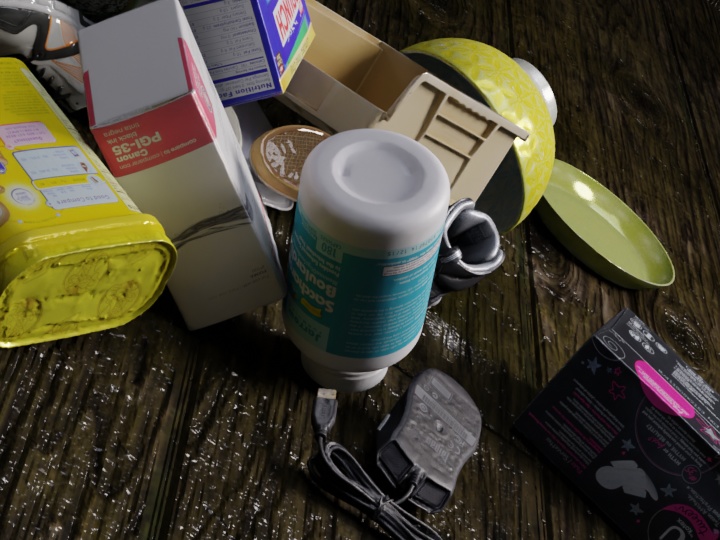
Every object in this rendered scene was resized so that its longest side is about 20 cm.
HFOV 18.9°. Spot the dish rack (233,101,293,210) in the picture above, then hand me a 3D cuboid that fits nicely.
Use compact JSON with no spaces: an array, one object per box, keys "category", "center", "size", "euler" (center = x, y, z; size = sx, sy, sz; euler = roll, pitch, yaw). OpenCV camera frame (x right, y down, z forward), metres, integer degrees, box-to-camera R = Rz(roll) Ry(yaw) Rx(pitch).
[{"category":"dish rack","center":[-0.137,-0.145,1.895],"size":[0.171,0.044,0.200],"euler":[20,31,-43]}]

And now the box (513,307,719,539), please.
[{"category":"box","center":[0.251,0.149,1.866],"size":[0.200,0.115,0.132],"euler":[45,21,8]}]

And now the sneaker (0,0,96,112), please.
[{"category":"sneaker","center":[-0.243,-0.167,1.709],"size":[0.074,0.080,0.200],"euler":[0,-10,41]}]

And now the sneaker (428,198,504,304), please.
[{"category":"sneaker","center":[0.073,-0.015,1.856],"size":[0.076,0.114,0.200],"euler":[58,23,-5]}]

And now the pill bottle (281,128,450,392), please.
[{"category":"pill bottle","center":[0.000,0.000,1.624],"size":[0.110,0.200,0.111],"euler":[5,44,-5]}]

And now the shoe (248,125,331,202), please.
[{"category":"shoe","center":[-0.020,-0.068,1.745],"size":[0.200,0.053,0.070],"euler":[11,58,-45]}]

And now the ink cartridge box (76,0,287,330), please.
[{"category":"ink cartridge box","center":[-0.132,-0.077,1.601],"size":[0.147,0.083,0.200],"euler":[-107,176,-53]}]

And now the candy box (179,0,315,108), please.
[{"category":"candy box","center":[-0.107,-0.250,1.745],"size":[0.169,0.077,0.201],"euler":[-73,151,-66]}]

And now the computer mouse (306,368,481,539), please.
[{"category":"computer mouse","center":[0.017,0.129,1.626],"size":[0.140,0.046,0.200],"euler":[39,33,-13]}]

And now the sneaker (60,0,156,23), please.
[{"category":"sneaker","center":[-0.238,-0.236,1.760],"size":[0.088,0.200,0.077],"euler":[3,85,-36]}]

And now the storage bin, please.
[{"category":"storage bin","center":[0.010,-0.154,1.916],"size":[0.200,0.094,0.198],"euler":[36,7,35]}]

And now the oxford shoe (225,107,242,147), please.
[{"category":"oxford shoe","center":[-0.151,-0.160,1.796],"size":[0.075,0.058,0.200],"euler":[-11,50,-16]}]

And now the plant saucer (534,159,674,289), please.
[{"category":"plant saucer","center":[0.254,-0.045,2.346],"size":[0.200,0.031,0.200],"euler":[34,24,-17]}]

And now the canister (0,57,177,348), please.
[{"category":"canister","center":[-0.238,-0.052,1.477],"size":[0.148,0.087,0.200],"euler":[-11,51,-43]}]

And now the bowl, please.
[{"category":"bowl","center":[0.124,-0.144,2.074],"size":[0.108,0.200,0.200],"euler":[-32,69,-28]}]
